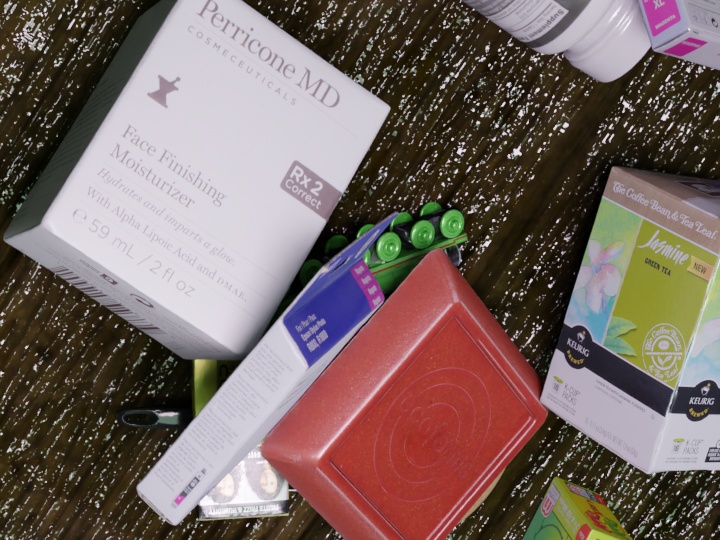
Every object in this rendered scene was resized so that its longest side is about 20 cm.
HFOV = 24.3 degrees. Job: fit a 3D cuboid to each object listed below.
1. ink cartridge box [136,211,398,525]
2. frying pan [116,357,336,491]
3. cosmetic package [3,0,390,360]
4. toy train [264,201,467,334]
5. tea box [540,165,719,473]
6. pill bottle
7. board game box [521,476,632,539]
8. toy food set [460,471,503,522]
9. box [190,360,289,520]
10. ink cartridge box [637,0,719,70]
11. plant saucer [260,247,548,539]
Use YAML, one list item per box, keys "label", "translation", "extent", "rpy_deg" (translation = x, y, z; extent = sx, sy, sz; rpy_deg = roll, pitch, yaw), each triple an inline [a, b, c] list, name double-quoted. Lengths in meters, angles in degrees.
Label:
- label: "ink cartridge box"
  translation: [-0.046, 0.061, 1.118]
  extent: [0.043, 0.196, 0.200]
  rpy_deg: [43, 109, 3]
- label: "frying pan"
  translation: [-0.084, 0.129, 1.314]
  extent: [0.188, 0.031, 0.116]
  rpy_deg: [-20, 101, -1]
- label: "cosmetic package"
  translation: [-0.115, -0.065, 1.145]
  extent: [0.164, 0.165, 0.201]
  rpy_deg: [33, 77, -16]
- label: "toy train"
  translation: [0.000, 0.000, 1.258]
  extent: [0.198, 0.042, 0.057]
  rpy_deg: [-20, 114, -29]
- label: "tea box"
  translation: [0.273, 0.039, 1.277]
  extent: [0.198, 0.133, 0.199]
  rpy_deg: [3, 108, -37]
- label: "pill bottle"
  translation: [0.124, -0.229, 1.203]
  extent: [0.199, 0.114, 0.115]
  rpy_deg: [30, 99, -19]
- label: "board game box"
  translation: [0.149, 0.285, 1.379]
  extent: [0.047, 0.102, 0.202]
  rpy_deg: [22, 102, -18]
- label: "toy food set"
  translation: [0.043, 0.126, 1.308]
  extent: [0.198, 0.049, 0.201]
  rpy_deg: [-43, 129, -13]
- label: "box"
  translation: [-0.093, 0.084, 1.267]
  extent: [0.074, 0.050, 0.203]
  rpy_deg: [-1, 92, -9]
- label: "ink cartridge box"
  translation: [0.226, -0.243, 1.193]
  extent: [0.119, 0.042, 0.202]
  rpy_deg: [6, 66, -46]
- label: "plant saucer"
  translation: [0.048, 0.119, 1.252]
  extent: [0.200, 0.037, 0.200]
  rpy_deg: [-48, 130, -10]
